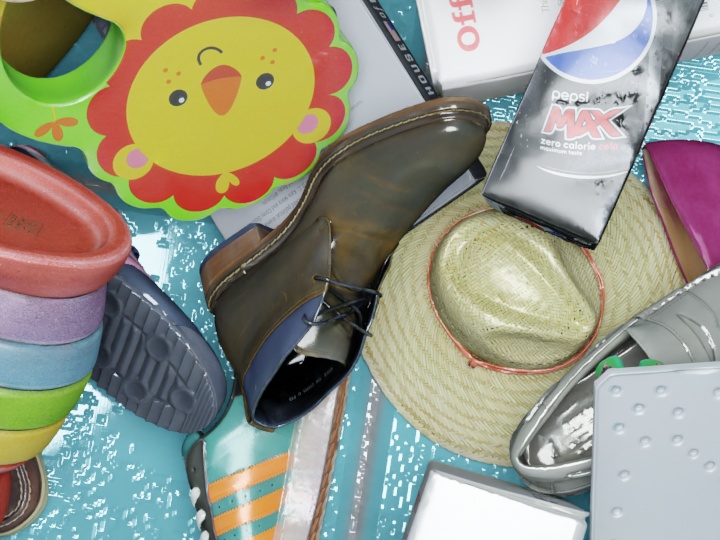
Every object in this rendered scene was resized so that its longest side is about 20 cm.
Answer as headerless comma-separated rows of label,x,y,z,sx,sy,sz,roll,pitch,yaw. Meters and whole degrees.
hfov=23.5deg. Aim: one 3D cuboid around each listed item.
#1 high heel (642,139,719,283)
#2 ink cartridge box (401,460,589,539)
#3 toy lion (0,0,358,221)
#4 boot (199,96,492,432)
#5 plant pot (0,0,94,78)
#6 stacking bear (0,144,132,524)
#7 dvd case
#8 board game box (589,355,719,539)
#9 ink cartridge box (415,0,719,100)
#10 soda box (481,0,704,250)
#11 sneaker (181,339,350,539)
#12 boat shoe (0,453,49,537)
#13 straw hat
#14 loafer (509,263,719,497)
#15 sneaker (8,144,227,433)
high heel,0.180,0.031,0.926,0.096,0.067,0.201,14,72,-10
ink cartridge box,0.043,0.203,0.885,0.084,0.144,0.201,19,86,3
toy lion,-0.096,-0.107,0.838,0.199,0.069,0.192,-7,130,-21
boot,0.000,0.000,0.862,0.200,0.075,0.097,-38,52,36
plant pot,-0.231,-0.181,0.907,0.195,0.194,0.200,22,99,4
stacking bear,-0.195,0.054,0.862,0.113,0.122,0.200,21,112,-5
dvd case,-0.043,-0.095,0.936,0.150,0.025,0.200,-34,85,28
board game box,0.212,0.124,0.864,0.199,0.026,0.200,-4,119,-2
ink cartridge box,0.124,-0.181,0.937,0.199,0.083,0.147,-11,86,2
soda box,0.128,-0.113,0.856,0.063,0.071,0.200,23,90,7
sneaker,-0.062,0.128,0.937,0.080,0.071,0.201,12,82,8
boat shoe,-0.246,0.061,0.944,0.072,0.072,0.200,-34,85,0
straw hat,0.083,0.010,0.925,0.200,0.085,0.202,0,86,2
loafer,0.161,0.048,0.868,0.200,0.070,0.070,-39,74,11
sneaker,-0.135,0.001,0.931,0.200,0.082,0.070,44,124,9
